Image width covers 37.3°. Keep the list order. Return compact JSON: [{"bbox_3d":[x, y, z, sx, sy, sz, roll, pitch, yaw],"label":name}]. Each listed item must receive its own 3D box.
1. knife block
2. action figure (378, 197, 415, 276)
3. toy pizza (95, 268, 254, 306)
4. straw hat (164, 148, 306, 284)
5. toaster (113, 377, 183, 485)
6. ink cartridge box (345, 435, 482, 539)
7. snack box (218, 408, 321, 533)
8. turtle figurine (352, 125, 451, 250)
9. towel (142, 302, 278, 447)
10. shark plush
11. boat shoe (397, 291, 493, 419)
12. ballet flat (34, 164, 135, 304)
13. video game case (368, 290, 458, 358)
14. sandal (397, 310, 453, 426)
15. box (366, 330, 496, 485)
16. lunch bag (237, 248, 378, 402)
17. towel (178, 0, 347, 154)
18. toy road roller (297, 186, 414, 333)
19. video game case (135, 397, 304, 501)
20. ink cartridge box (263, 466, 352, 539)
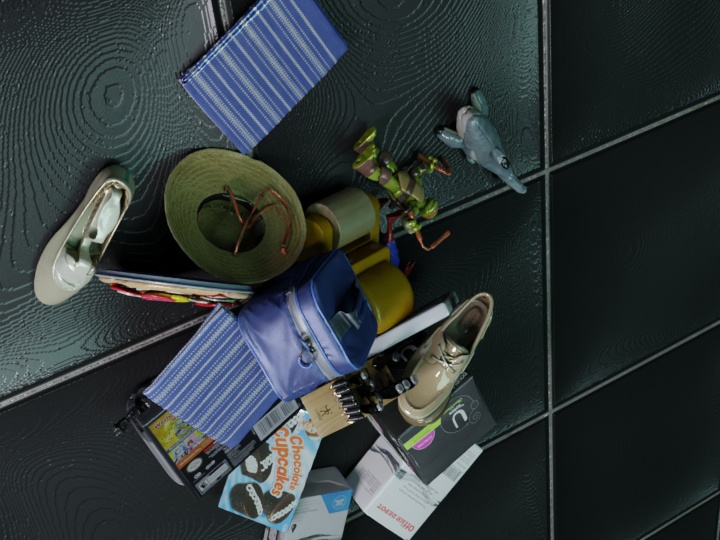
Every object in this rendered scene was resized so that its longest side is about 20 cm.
[{"bbox_3d":[0.015,0.156,1.466,0.174,0.065,0.200,-28,179,20],"label":"knife block"},{"bbox_3d":[0.041,-0.005,1.568,0.051,0.065,0.203,-24,132,-36],"label":"action figure"},{"bbox_3d":[-0.230,0.024,1.320,0.197,0.199,0.032,7,89,-36],"label":"toy pizza"},{"bbox_3d":[-0.175,-0.053,1.378,0.198,0.205,0.085,0,157,-34],"label":"straw hat"},{"bbox_3d":[-0.231,0.206,1.476,0.199,0.113,0.131,-36,132,-17],"label":"toaster"},{"bbox_3d":[0.087,0.328,1.778,0.201,0.084,0.145,-50,131,-1],"label":"ink cartridge box"},{"bbox_3d":[-0.129,0.283,1.598,0.114,0.037,0.203,20,107,0],"label":"snack box"},{"bbox_3d":[0.058,-0.126,1.490,0.161,0.202,0.064,40,131,-23],"label":"turtle figurine"},{"bbox_3d":[-0.170,0.137,1.346,0.145,0.024,0.200,-49,141,-4],"label":"towel"},{"bbox_3d":[0.185,-0.168,1.563,0.090,0.083,0.201,-38,130,-10],"label":"shark plush"},{"bbox_3d":[0.119,0.113,1.468,0.201,0.072,0.065,-52,174,-17],"label":"boat shoe"},{"bbox_3d":[-0.335,-0.035,1.300,0.069,0.069,0.202,23,101,-40],"label":"ballet flat"},{"bbox_3d":[0.046,0.090,1.537,0.198,0.182,0.024,-28,89,10],"label":"video game case"},{"bbox_3d":[0.101,0.131,1.531,0.054,0.079,0.202,59,44,-42],"label":"sandal"},{"bbox_3d":[0.082,0.191,1.621,0.148,0.200,0.125,-38,131,-9],"label":"box"},{"bbox_3d":[-0.056,0.063,1.339,0.131,0.200,0.137,-26,103,17],"label":"lunch bag"},{"bbox_3d":[-0.119,-0.262,1.342,0.200,0.024,0.145,-45,133,-2],"label":"towel"},{"bbox_3d":[0.000,0.000,1.478,0.122,0.144,0.204,-28,128,-42],"label":"toy road roller"},{"bbox_3d":[-0.178,0.186,1.410,0.199,0.025,0.182,-40,137,-16],"label":"video game case"},{"bbox_3d":[-0.091,0.426,1.725,0.114,0.067,0.204,-4,117,-33],"label":"ink cartridge box"}]
